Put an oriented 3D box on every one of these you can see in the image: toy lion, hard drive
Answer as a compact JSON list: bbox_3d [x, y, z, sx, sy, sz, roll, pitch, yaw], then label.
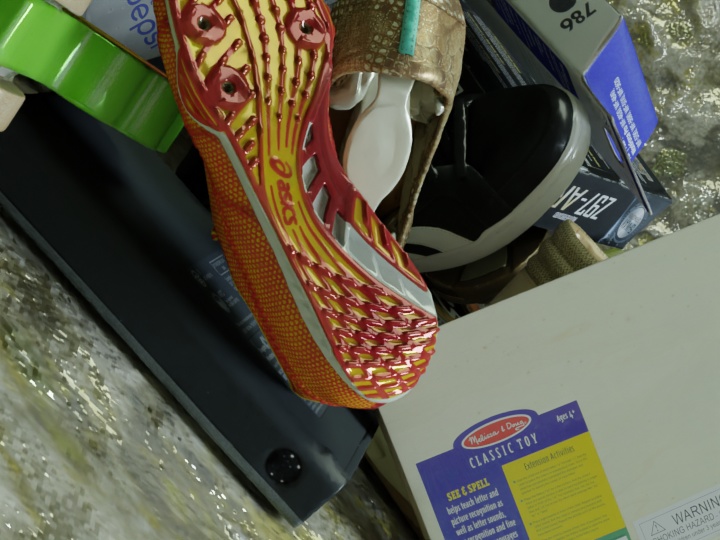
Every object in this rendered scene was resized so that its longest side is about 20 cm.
[{"bbox_3d":[-0.156,-0.113,0.651,0.200,0.069,0.192,34,3,4],"label":"toy lion"},{"bbox_3d":[-0.073,0.007,0.713,0.200,0.033,0.140,48,11,0],"label":"hard drive"}]

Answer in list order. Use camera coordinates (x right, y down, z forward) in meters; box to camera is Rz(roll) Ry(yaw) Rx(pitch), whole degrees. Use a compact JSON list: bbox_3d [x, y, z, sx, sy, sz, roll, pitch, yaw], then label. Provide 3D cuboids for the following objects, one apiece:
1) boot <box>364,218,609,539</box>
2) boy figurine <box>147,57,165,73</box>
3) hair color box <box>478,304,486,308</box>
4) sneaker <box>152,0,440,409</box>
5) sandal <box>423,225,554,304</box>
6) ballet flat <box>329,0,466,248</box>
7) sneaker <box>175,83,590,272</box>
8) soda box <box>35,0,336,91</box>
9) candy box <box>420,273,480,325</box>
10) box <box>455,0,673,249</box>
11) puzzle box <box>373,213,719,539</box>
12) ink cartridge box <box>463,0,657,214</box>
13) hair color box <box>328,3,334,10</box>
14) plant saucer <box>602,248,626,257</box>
[{"bbox_3d":[0.104,0.091,0.781,0.200,0.155,0.073,53,11,25],"label":"boot"},{"bbox_3d":[-0.122,-0.147,0.984,0.124,0.064,0.200,46,10,-7],"label":"boy figurine"},{"bbox_3d":[0.104,0.045,1.208,0.100,0.061,0.200,47,11,-3],"label":"hair color box"},{"bbox_3d":[-0.039,-0.039,0.643,0.077,0.073,0.200,-14,-86,56],"label":"sneaker"},{"bbox_3d":[0.072,-0.010,0.996,0.200,0.082,0.055,-119,-173,-77],"label":"sandal"},{"bbox_3d":[-0.005,-0.035,0.710,0.070,0.200,0.065,9,47,-4],"label":"ballet flat"},{"bbox_3d":[-0.003,-0.046,0.787,0.112,0.200,0.073,34,41,-43],"label":"sneaker"},{"bbox_3d":[-0.081,-0.159,0.849,0.068,0.200,0.064,55,-28,31],"label":"soda box"},{"bbox_3d":[0.000,0.000,0.970,0.200,0.056,0.117,43,11,-31],"label":"candy box"},{"bbox_3d":[0.071,-0.110,0.953,0.160,0.044,0.200,11,41,-53],"label":"box"},{"bbox_3d":[0.112,0.062,0.733,0.025,0.200,0.133,138,-69,-83],"label":"puzzle box"},{"bbox_3d":[0.091,-0.124,0.845,0.200,0.039,0.099,55,1,31],"label":"ink cartridge box"},{"bbox_3d":[-0.020,-0.139,0.985,0.111,0.064,0.200,33,25,-24],"label":"hair color box"},{"bbox_3d":[0.185,0.052,1.000,0.199,0.048,0.200,23,-17,-1],"label":"plant saucer"}]
